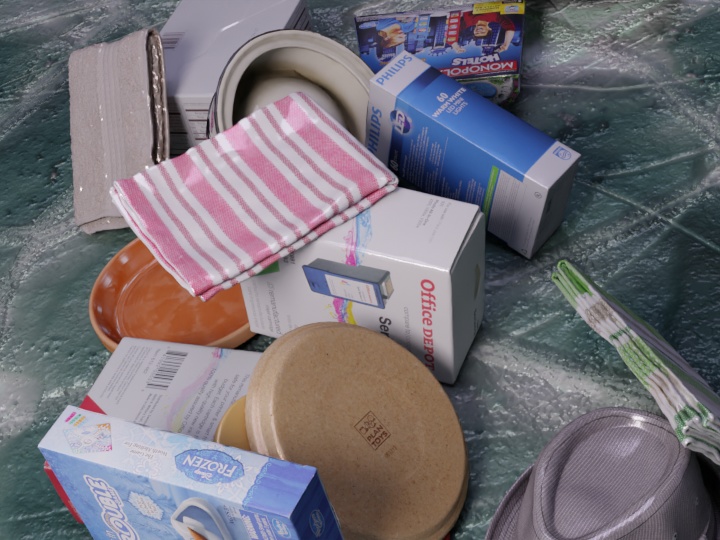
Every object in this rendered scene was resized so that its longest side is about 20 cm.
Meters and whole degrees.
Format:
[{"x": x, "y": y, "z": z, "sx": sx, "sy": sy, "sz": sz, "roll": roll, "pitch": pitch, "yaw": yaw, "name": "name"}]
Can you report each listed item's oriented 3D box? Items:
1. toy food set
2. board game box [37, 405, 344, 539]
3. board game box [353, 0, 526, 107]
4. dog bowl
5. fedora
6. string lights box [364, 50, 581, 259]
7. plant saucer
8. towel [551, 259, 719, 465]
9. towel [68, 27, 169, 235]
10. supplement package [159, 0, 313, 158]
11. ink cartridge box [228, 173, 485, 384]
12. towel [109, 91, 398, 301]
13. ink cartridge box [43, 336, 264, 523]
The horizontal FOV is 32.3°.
[{"x": -0.002, "y": 0.131, "z": 0.933, "sx": 0.198, "sy": 0.049, "sz": 0.200, "roll": 37, "pitch": 45, "yaw": -8, "name": "toy food set"}, {"x": -0.100, "y": 0.190, "z": 0.856, "sx": 0.198, "sy": 0.200, "sz": 0.043, "roll": 10, "pitch": 48, "yaw": 27, "name": "board game box"}, {"x": 0.079, "y": -0.208, "z": 1.354, "sx": 0.199, "sy": 0.062, "sz": 0.200, "roll": -3, "pitch": 43, "yaw": 14, "name": "board game box"}, {"x": -0.063, "y": -0.132, "z": 1.228, "sx": 0.200, "sy": 0.200, "sz": 0.074, "roll": -45, "pitch": 10, "yaw": -30, "name": "dog bowl"}, {"x": 0.173, "y": 0.171, "z": 0.874, "sx": 0.177, "sy": 0.091, "sz": 0.200, "roll": 27, "pitch": 57, "yaw": 39, "name": "fedora"}, {"x": 0.098, "y": -0.108, "z": 1.158, "sx": 0.200, "sy": 0.103, "sz": 0.059, "roll": 34, "pitch": 58, "yaw": 19, "name": "string lights box"}, {"x": -0.161, "y": 0.019, "z": 1.198, "sx": 0.199, "sy": 0.032, "sz": 0.201, "roll": -8, "pitch": 41, "yaw": 7, "name": "plant saucer"}, {"x": 0.230, "y": 0.082, "z": 0.932, "sx": 0.031, "sy": 0.149, "sz": 0.200, "roll": -47, "pitch": 39, "yaw": 11, "name": "towel"}, {"x": -0.253, "y": -0.141, "z": 1.288, "sx": 0.132, "sy": 0.201, "sz": 0.034, "roll": -6, "pitch": -3, "yaw": 38, "name": "towel"}, {"x": -0.151, "y": -0.209, "z": 1.389, "sx": 0.155, "sy": 0.111, "sz": 0.200, "roll": 3, "pitch": 44, "yaw": 20, "name": "supplement package"}, {"x": 0.000, "y": 0.000, "z": 1.058, "sx": 0.199, "sy": 0.146, "sz": 0.088, "roll": 13, "pitch": 50, "yaw": 17, "name": "ink cartridge box"}, {"x": -0.087, "y": -0.068, "z": 1.012, "sx": 0.200, "sy": 0.030, "sz": 0.146, "roll": -31, "pitch": 53, "yaw": -19, "name": "towel"}, {"x": -0.128, "y": 0.141, "z": 1.010, "sx": 0.199, "sy": 0.083, "sz": 0.146, "roll": 5, "pitch": 45, "yaw": 23, "name": "ink cartridge box"}]
